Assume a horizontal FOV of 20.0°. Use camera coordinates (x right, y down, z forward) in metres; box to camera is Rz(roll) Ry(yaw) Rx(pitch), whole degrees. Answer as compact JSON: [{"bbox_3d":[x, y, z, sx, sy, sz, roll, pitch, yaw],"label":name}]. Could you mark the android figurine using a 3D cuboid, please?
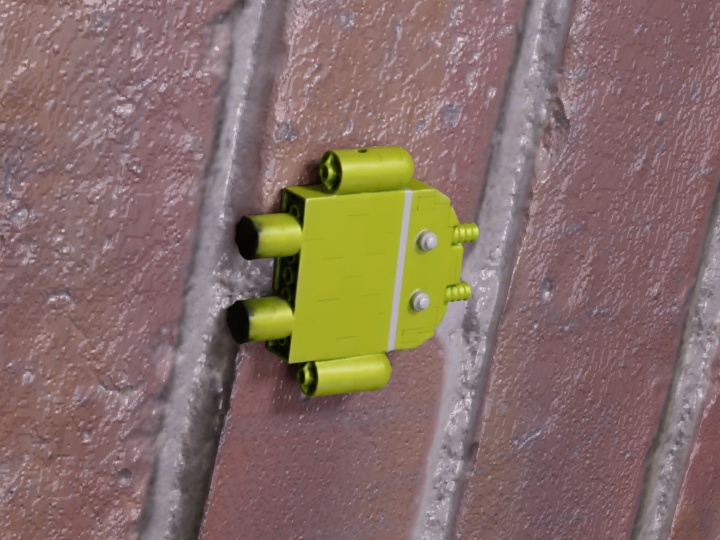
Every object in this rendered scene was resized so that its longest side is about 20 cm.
[{"bbox_3d":[0.000,0.000,1.457,0.199,0.041,0.184,-3,109,-34],"label":"android figurine"}]
